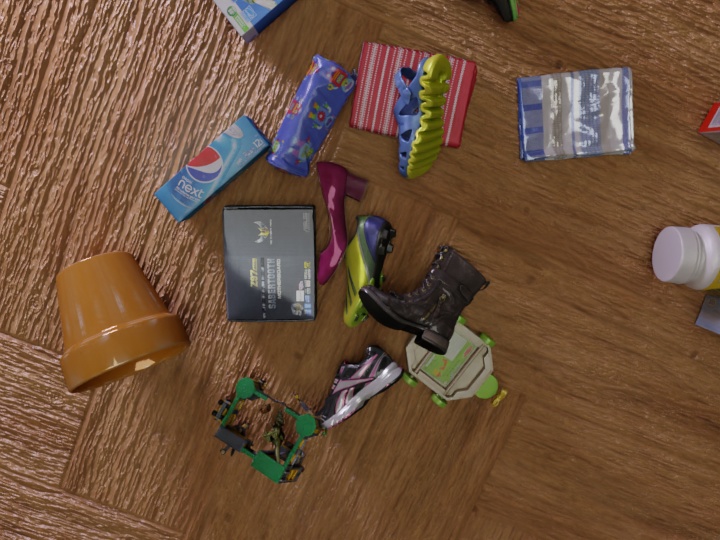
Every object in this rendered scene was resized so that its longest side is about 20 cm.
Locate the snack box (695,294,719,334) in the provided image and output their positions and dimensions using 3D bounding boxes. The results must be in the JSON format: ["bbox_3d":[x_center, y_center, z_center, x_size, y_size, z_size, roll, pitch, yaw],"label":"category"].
[{"bbox_3d":[0.717,0.110,1.022,0.198,0.169,0.068,15,98,-4],"label":"snack box"}]

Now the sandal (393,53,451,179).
[{"bbox_3d":[0.090,-0.252,0.984,0.087,0.079,0.202,23,113,34],"label":"sandal"}]

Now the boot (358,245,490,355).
[{"bbox_3d":[0.111,0.030,1.030,0.199,0.069,0.175,33,71,-10],"label":"boot"}]

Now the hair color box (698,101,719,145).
[{"bbox_3d":[0.687,-0.213,1.001,0.199,0.102,0.062,27,98,-6],"label":"hair color box"}]

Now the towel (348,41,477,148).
[{"bbox_3d":[0.089,-0.295,1.014,0.198,0.022,0.146,11,101,-1],"label":"towel"}]

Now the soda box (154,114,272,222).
[{"bbox_3d":[-0.243,-0.170,1.005,0.200,0.068,0.064,-40,98,5],"label":"soda box"}]

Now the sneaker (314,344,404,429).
[{"bbox_3d":[-0.019,0.209,1.082,0.200,0.080,0.087,-38,75,7],"label":"sneaker"}]

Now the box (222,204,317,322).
[{"bbox_3d":[-0.155,-0.013,1.042,0.156,0.051,0.202,1,100,0],"label":"box"}]

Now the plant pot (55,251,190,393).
[{"bbox_3d":[-0.409,0.077,0.993,0.199,0.200,0.185,-25,84,3],"label":"plant pot"}]

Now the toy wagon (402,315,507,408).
[{"bbox_3d":[0.176,0.173,1.087,0.199,0.040,0.156,37,97,-7],"label":"toy wagon"}]

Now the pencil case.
[{"bbox_3d":[-0.081,-0.250,0.991,0.087,0.078,0.201,21,100,-43],"label":"pencil case"}]

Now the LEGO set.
[{"bbox_3d":[-0.155,0.285,1.069,0.198,0.116,0.155,18,78,18],"label":"LEGO set"}]

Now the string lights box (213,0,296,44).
[{"bbox_3d":[-0.143,-0.474,0.960,0.200,0.059,0.103,-39,97,5],"label":"string lights box"}]

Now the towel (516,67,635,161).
[{"bbox_3d":[0.369,-0.265,1.025,0.198,0.024,0.148,-5,99,0],"label":"towel"}]

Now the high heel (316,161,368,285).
[{"bbox_3d":[-0.062,-0.081,1.024,0.095,0.067,0.202,20,84,-14],"label":"high heel"}]

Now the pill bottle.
[{"bbox_3d":[0.619,-0.020,1.025,0.198,0.114,0.115,5,100,-2],"label":"pill bottle"}]

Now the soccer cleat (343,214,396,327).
[{"bbox_3d":[0.001,0.000,1.052,0.083,0.065,0.202,22,105,25],"label":"soccer cleat"}]

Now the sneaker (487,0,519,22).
[{"bbox_3d":[0.180,-0.475,0.970,0.200,0.077,0.084,42,121,-9],"label":"sneaker"}]
